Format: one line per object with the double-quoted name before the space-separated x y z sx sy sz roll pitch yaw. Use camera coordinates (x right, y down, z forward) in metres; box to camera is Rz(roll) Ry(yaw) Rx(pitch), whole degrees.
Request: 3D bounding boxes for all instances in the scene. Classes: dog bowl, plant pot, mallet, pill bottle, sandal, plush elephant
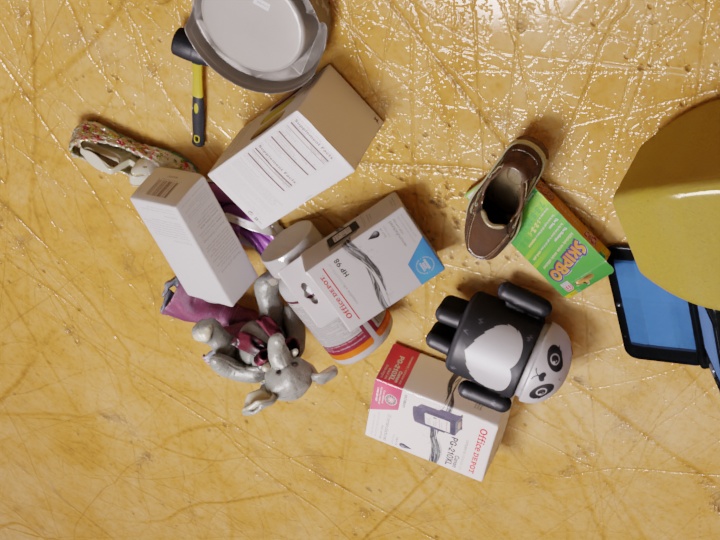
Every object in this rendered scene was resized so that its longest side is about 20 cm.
"dog bowl" -0.127 -0.321 1.625 0.199 0.059 0.201 15 136 15
"plant pot" 0.406 -0.075 1.470 0.199 0.194 0.196 -3 129 39
"mallet" -0.212 -0.242 1.770 0.066 0.041 0.200 14 140 14
"pill bottle" -0.049 0.031 1.876 0.109 0.110 0.200 -18 119 40
"sandal" -0.159 -0.056 1.900 0.203 0.050 0.082 43 136 -13
"plush elephant" -0.130 0.131 1.926 0.155 0.164 0.201 23 139 56

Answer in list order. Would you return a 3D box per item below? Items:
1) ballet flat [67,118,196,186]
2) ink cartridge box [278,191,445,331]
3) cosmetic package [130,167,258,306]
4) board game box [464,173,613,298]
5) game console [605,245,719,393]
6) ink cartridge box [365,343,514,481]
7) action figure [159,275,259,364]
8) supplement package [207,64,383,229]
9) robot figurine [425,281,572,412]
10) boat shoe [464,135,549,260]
"ballet flat" -0.339 -0.156 1.898 0.199 0.064 0.076 21 136 10
"ink cartridge box" 0.000 0.000 1.775 0.200 0.067 0.116 -34 114 5
"cosmetic package" -0.238 -0.047 1.875 0.101 0.074 0.200 14 144 38
"board game box" 0.236 -0.054 1.690 0.200 0.030 0.095 47 136 -7
"game console" 0.400 0.077 1.669 0.118 0.171 0.201 -16 125 7
"ink cartridge box" 0.120 0.216 1.976 0.199 0.084 0.145 20 137 11
"action figure" -0.211 0.065 2.034 0.199 0.134 0.149 21 100 -2
"supplement package" -0.086 -0.161 1.713 0.110 0.114 0.200 45 135 -17
"robot figurine" 0.194 0.105 1.798 0.199 0.125 0.150 23 150 9
"boat shoe" 0.169 -0.079 1.638 0.075 0.075 0.203 27 136 10
